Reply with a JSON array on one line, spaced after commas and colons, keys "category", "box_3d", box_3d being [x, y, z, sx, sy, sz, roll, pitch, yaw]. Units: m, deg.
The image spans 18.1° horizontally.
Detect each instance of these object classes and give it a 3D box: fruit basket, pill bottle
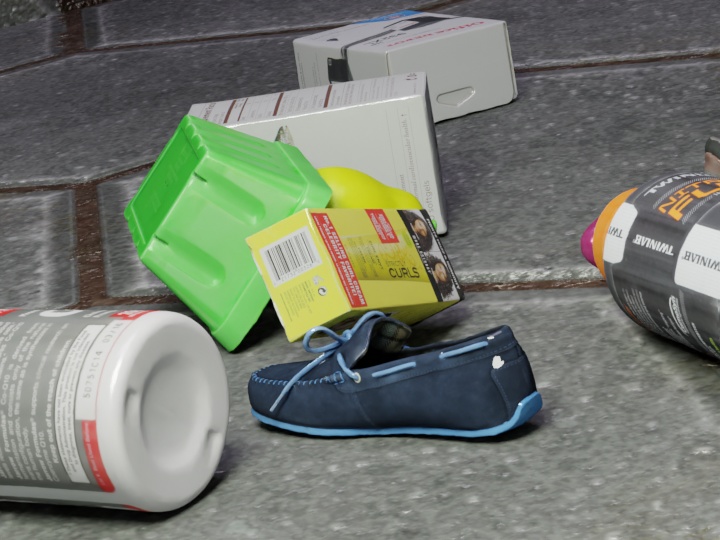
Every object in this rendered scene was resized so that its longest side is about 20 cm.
[{"category": "fruit basket", "box_3d": [-0.055, -0.022, 1.641, 0.215, 0.156, 0.216, 33, 6, -4]}, {"category": "pill bottle", "box_3d": [-0.187, 0.079, 1.320, 0.200, 0.114, 0.114, 0, 18, 32]}, {"category": "pill bottle", "box_3d": [0.217, -0.003, 1.382, 0.106, 0.106, 0.200, -15, 15, -19]}]

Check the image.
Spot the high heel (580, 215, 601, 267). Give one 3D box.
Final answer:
[{"category": "high heel", "box_3d": [0.253, -0.023, 1.513, 0.200, 0.067, 0.096, 1, 2, -12]}]

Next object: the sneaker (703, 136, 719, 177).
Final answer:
[{"category": "sneaker", "box_3d": [0.343, -0.087, 1.660, 0.200, 0.082, 0.077, -14, 15, -15]}]

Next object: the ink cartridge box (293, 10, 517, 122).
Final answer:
[{"category": "ink cartridge box", "box_3d": [0.043, -0.205, 2.288, 0.145, 0.084, 0.200, -17, 16, -26]}]

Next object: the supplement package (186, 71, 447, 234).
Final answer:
[{"category": "supplement package", "box_3d": [-0.037, -0.082, 1.818, 0.200, 0.117, 0.117, -9, 15, 4]}]

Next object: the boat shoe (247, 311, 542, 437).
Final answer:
[{"category": "boat shoe", "box_3d": [0.019, 0.057, 1.357, 0.200, 0.069, 0.084, -4, 16, 29]}]

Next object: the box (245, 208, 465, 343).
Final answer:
[{"category": "box", "box_3d": [0.000, 0.000, 1.458, 0.050, 0.075, 0.200, -27, -10, 22]}]
